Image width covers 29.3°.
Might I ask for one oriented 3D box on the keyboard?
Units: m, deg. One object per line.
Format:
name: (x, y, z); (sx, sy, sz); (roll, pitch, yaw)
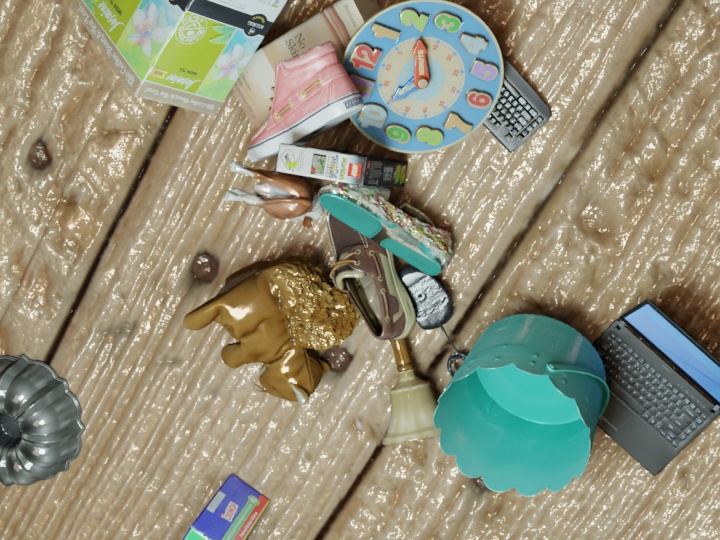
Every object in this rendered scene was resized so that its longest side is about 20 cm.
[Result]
keyboard: (0.126, -0.223, 1.693); (0.127, 0.021, 0.200); (-41, 101, 20)

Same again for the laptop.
laptop: (0.359, 0.149, 1.696); (0.177, 0.103, 0.200); (42, 113, 4)

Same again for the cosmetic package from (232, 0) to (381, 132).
cosmetic package: (-0.057, -0.260, 1.730); (0.200, 0.087, 0.103); (-29, 95, 23)

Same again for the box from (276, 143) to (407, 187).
box: (-0.019, -0.128, 1.692); (0.110, 0.200, 0.035); (11, 96, 16)

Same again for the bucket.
bucket: (0.205, 0.163, 1.700); (0.207, 0.135, 0.207); (13, 128, 18)

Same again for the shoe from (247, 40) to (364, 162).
shoe: (-0.081, -0.203, 1.665); (0.200, 0.071, 0.091); (-24, 89, 47)

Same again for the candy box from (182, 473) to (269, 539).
candy box: (-0.223, 0.409, 1.925); (0.077, 0.169, 0.200); (32, 112, 4)

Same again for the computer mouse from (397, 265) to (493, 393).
computer mouse: (0.113, 0.077, 1.802); (0.059, 0.034, 0.200); (-30, 99, 11)

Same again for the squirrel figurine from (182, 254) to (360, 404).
squirrel figurine: (-0.095, 0.081, 1.814); (0.200, 0.142, 0.187); (-26, 102, 25)

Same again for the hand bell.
hand bell: (0.057, 0.120, 1.813); (0.104, 0.104, 0.200); (-14, 87, 21)

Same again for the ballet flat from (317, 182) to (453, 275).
ballet flat: (0.035, -0.065, 1.740); (0.200, 0.064, 0.076); (34, 150, -21)

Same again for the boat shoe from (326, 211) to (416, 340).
boat shoe: (0.000, 0.000, 1.768); (0.072, 0.072, 0.200); (-33, 75, 39)

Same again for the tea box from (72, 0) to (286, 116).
tea box: (-0.224, -0.334, 1.699); (0.197, 0.134, 0.200); (-56, 52, 23)

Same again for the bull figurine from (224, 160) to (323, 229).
bull figurine: (-0.104, -0.097, 1.737); (0.121, 0.200, 0.065); (15, 88, -1)

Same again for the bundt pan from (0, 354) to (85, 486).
bundt pan: (-0.512, 0.229, 2.023); (0.202, 0.076, 0.202); (4, 105, 17)

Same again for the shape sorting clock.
shape sorting clock: (0.073, -0.230, 1.649); (0.200, 0.039, 0.200); (-1, 120, -2)
